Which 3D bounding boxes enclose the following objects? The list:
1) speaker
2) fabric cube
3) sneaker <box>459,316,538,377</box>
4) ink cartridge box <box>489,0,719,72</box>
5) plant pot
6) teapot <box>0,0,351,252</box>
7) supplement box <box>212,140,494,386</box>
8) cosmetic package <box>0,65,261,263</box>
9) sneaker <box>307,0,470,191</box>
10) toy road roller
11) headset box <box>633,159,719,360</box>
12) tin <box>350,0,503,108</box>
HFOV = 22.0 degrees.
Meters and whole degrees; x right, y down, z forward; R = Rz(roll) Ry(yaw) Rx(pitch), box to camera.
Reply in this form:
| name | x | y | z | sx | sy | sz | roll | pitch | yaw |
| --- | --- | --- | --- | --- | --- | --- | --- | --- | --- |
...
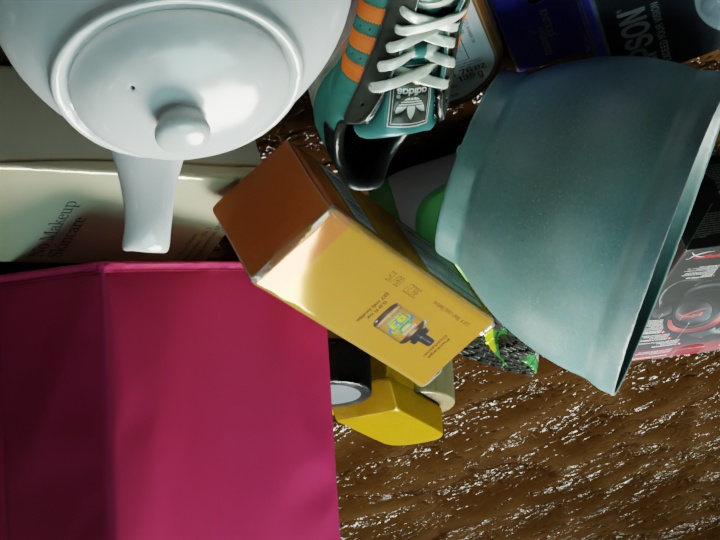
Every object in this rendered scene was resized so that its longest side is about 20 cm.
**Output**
| name | x | y | z | sx | sy | sz | roll | pitch | yaw |
| --- | --- | --- | --- | --- | --- | --- | --- | --- | --- |
| speaker | 0.110 | -0.050 | 1.231 | 0.199 | 0.089 | 0.089 | -18 | 153 | 2 |
| fabric cube | -0.148 | 0.101 | 1.143 | 0.199 | 0.201 | 0.196 | -7 | 177 | 41 |
| sneaker | 0.113 | 0.026 | 1.386 | 0.078 | 0.086 | 0.200 | 20 | 166 | -2 |
| ink cartridge box | 0.170 | -0.181 | 1.065 | 0.199 | 0.044 | 0.198 | -20 | 153 | 9 |
| plant pot | 0.125 | -0.043 | 1.102 | 0.134 | 0.201 | 0.201 | 21 | 154 | 10 |
| teapot | -0.088 | -0.123 | 0.881 | 0.197 | 0.147 | 0.200 | -24 | 143 | 22 |
| supplement box | 0.000 | 0.000 | 1.113 | 0.066 | 0.069 | 0.200 | -42 | 141 | 11 |
| cosmetic package | -0.168 | -0.059 | 1.067 | 0.199 | 0.073 | 0.104 | 0 | 149 | -32 |
| sneaker | 0.026 | -0.117 | 0.971 | 0.071 | 0.080 | 0.200 | -3 | 151 | -20 |
| toy road roller | -0.033 | 0.051 | 1.312 | 0.145 | 0.124 | 0.200 | -13 | 157 | 27 |
| headset box | 0.265 | -0.003 | 1.422 | 0.148 | 0.075 | 0.200 | -7 | 152 | -18 |
| tin | 0.019 | -0.145 | 1.047 | 0.111 | 0.042 | 0.200 | -22 | 153 | 7 |
